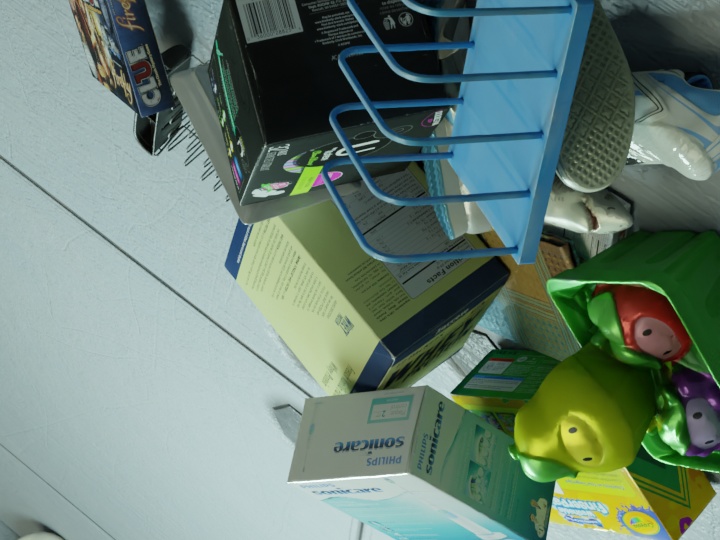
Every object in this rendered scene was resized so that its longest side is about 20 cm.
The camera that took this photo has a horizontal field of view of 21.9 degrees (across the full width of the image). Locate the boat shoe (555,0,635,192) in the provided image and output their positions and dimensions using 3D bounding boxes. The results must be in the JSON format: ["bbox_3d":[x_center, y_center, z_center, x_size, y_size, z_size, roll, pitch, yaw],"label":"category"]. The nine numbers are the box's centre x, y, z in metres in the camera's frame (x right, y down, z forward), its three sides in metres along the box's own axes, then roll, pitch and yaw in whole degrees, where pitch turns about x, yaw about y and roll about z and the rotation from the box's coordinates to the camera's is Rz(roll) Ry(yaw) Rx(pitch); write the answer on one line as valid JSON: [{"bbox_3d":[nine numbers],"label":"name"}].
[{"bbox_3d":[0.140,-0.148,1.295,0.062,0.075,0.200,132,126,-71],"label":"boat shoe"}]

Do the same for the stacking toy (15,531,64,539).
[{"bbox_3d":[-0.569,0.559,3.400,0.146,0.146,0.200,39,171,12],"label":"stacking toy"}]

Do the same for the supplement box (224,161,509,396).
[{"bbox_3d":[0.000,0.000,1.666,0.200,0.134,0.200,51,158,11],"label":"supplement box"}]

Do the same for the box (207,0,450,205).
[{"bbox_3d":[-0.031,-0.142,1.450,0.200,0.148,0.124,126,130,-76],"label":"box"}]

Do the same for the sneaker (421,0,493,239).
[{"bbox_3d":[0.087,-0.128,1.468,0.077,0.081,0.200,-122,21,-67],"label":"sneaker"}]

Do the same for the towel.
[{"bbox_3d":[0.139,0.012,1.606,0.200,0.022,0.147,22,142,54],"label":"towel"}]

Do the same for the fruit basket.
[{"bbox_3d":[0.217,0.091,1.451,0.155,0.216,0.216,2,131,55],"label":"fruit basket"}]

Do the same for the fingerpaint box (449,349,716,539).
[{"bbox_3d":[0.203,0.157,1.712,0.200,0.073,0.167,-2,127,57],"label":"fingerpaint box"}]

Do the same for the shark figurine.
[{"bbox_3d":[0.119,-0.113,1.416,0.215,0.089,0.128,50,151,-6],"label":"shark figurine"}]

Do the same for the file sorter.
[{"bbox_3d":[0.056,-0.120,1.250,0.139,0.123,0.200,-119,30,-49],"label":"file sorter"}]

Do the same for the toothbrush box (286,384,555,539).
[{"bbox_3d":[0.057,0.182,1.657,0.146,0.085,0.200,-10,149,42],"label":"toothbrush box"}]

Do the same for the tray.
[{"bbox_3d":[-0.085,-0.126,1.594,0.022,0.107,0.200,86,161,-49],"label":"tray"}]

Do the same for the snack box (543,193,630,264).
[{"bbox_3d":[0.182,-0.007,1.558,0.072,0.024,0.200,34,152,23],"label":"snack box"}]

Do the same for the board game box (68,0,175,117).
[{"bbox_3d":[-0.229,-0.227,1.712,0.200,0.035,0.136,-142,35,-64],"label":"board game box"}]

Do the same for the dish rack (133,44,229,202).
[{"bbox_3d":[-0.129,-0.121,1.810,0.200,0.055,0.153,39,154,11],"label":"dish rack"}]

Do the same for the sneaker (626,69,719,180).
[{"bbox_3d":[0.207,-0.115,1.330,0.072,0.072,0.200,57,166,-29],"label":"sneaker"}]
